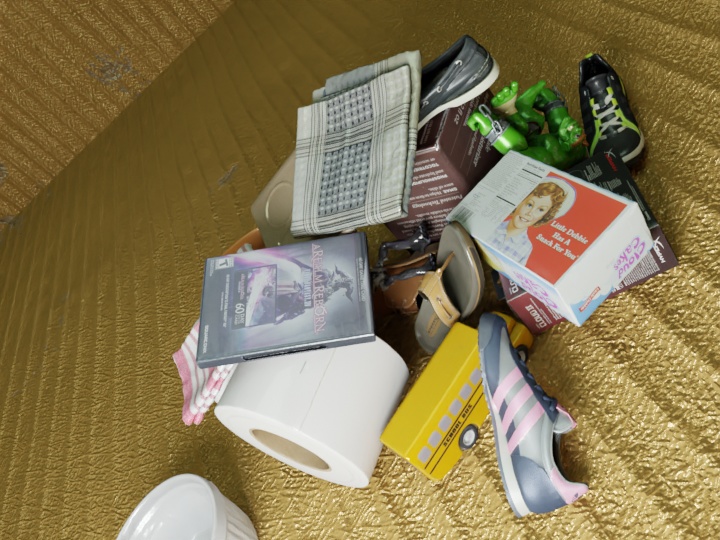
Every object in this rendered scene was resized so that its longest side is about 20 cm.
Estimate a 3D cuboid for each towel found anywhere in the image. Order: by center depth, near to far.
[{"bbox_3d":[-0.011,-0.147,0.828,0.191,0.034,0.204,-7,72,46],"label":"towel"},{"bbox_3d":[-0.180,0.076,0.895,0.202,0.030,0.147,-59,29,14],"label":"towel"}]

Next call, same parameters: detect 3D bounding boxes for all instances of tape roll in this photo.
[{"bbox_3d":[-0.056,0.151,0.842,0.200,0.203,0.141,-2,53,45],"label":"tape roll"}]

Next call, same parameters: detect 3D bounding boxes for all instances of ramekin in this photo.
[{"bbox_3d":[-0.216,0.370,0.876,0.198,0.105,0.202,-28,39,25],"label":"ramekin"}]

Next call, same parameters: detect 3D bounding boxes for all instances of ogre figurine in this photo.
[{"bbox_3d":[0.226,-0.175,0.902,0.098,0.121,0.199,-40,-10,24],"label":"ogre figurine"}]

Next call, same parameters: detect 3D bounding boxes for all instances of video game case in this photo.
[{"bbox_3d":[-0.085,0.031,0.794,0.196,0.019,0.145,-10,52,7],"label":"video game case"}]

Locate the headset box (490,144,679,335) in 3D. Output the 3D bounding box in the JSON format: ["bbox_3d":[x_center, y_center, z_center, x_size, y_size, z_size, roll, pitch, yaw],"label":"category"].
[{"bbox_3d":[0.240,-0.031,0.821,0.198,0.077,0.150,-31,37,22],"label":"headset box"}]

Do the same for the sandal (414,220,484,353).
[{"bbox_3d":[0.091,0.031,0.831,0.054,0.202,0.082,-17,57,-28],"label":"sandal"}]

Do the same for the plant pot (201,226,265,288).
[{"bbox_3d":[-0.119,0.024,1.061,0.197,0.141,0.201,-25,25,13],"label":"plant pot"}]

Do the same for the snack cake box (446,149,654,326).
[{"bbox_3d":[0.195,-0.043,0.755,0.115,0.067,0.200,-44,36,-2],"label":"snack cake box"}]

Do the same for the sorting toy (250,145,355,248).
[{"bbox_3d":[-0.063,-0.085,0.919,0.185,0.036,0.202,-46,46,25],"label":"sorting toy"}]

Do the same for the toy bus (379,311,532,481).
[{"bbox_3d":[0.110,0.132,0.793,0.065,0.078,0.201,20,71,52],"label":"toy bus"}]

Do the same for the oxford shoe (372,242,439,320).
[{"bbox_3d":[0.051,0.034,0.962,0.198,0.071,0.072,-30,41,20],"label":"oxford shoe"}]

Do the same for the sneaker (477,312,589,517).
[{"bbox_3d":[0.171,0.135,0.704,0.081,0.070,0.204,-17,72,21],"label":"sneaker"}]

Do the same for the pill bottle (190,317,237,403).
[{"bbox_3d":[-0.191,0.144,1.074,0.104,0.104,0.200,-46,35,-1],"label":"pill bottle"}]

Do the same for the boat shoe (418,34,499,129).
[{"bbox_3d":[0.065,-0.213,0.843,0.197,0.066,0.075,-22,42,31],"label":"boat shoe"}]

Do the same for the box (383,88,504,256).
[{"bbox_3d":[0.110,-0.144,0.961,0.162,0.200,0.168,-9,49,41],"label":"box"}]

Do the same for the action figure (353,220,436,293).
[{"bbox_3d":[0.000,0.000,0.911,0.197,0.102,0.121,-22,58,12],"label":"action figure"}]

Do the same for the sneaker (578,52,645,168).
[{"bbox_3d":[0.312,-0.210,0.917,0.071,0.083,0.202,-25,40,27],"label":"sneaker"}]
